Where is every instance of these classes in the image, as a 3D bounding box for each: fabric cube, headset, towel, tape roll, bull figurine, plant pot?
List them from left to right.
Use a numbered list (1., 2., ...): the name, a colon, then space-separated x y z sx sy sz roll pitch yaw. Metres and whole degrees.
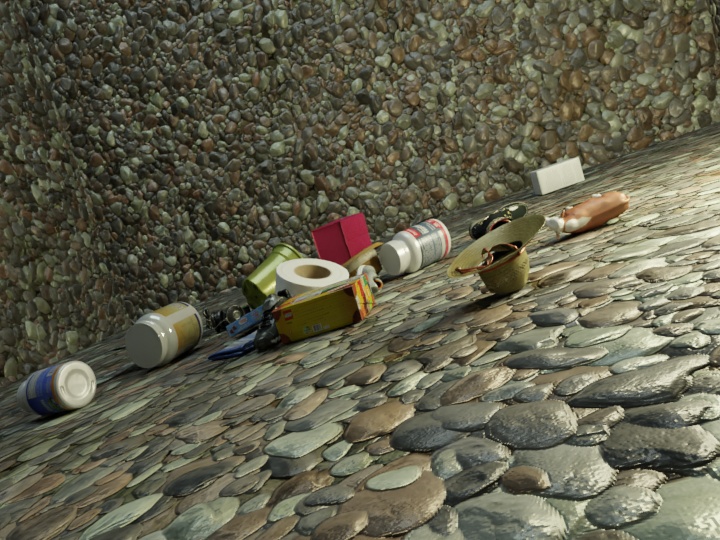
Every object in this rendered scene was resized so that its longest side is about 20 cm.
1. headset: -0.438 0.142 1.939 0.120 0.097 0.199 -17 6 23
2. towel: -0.261 0.166 1.470 0.144 0.025 0.198 -16 7 40
3. plant pot: -0.286 0.044 1.986 0.197 0.205 0.183 -12 19 49
4. tape roll: -0.128 0.035 1.577 0.195 0.073 0.203 5 21 -2
5. fabric cube: -0.085 -0.140 2.861 0.192 0.207 0.198 -13 8 37
6. bull figurine: 0.509 -0.127 1.367 0.194 0.067 0.122 -18 9 12

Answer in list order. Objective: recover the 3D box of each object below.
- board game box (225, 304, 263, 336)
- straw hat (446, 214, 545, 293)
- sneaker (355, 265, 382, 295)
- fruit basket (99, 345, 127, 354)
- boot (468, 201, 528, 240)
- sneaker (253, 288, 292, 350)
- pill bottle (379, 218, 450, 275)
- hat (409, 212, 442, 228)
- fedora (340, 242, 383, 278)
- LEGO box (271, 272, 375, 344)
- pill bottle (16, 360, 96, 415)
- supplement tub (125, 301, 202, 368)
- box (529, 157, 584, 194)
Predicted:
1. board game box: -0.261 0.114 1.682 0.196 0.037 0.151 -31 -2 20
2. straw hat: 0.248 -0.007 1.039 0.197 0.087 0.201 -31 10 6
3. sneaker: 0.024 0.034 1.554 0.076 0.077 0.201 -8 14 10
4. fruit basket: -0.659 0.226 1.829 0.180 0.097 0.199 -17 1 17
5. boot: 0.434 -0.143 1.784 0.198 0.076 0.154 -25 9 -6
6. sneaker: -0.204 0.106 1.391 0.064 0.093 0.200 -13 18 24
7. pill bottle: 0.155 -0.063 1.720 0.196 0.123 0.118 -23 7 -35
8. hat: 0.269 -0.162 2.491 0.196 0.083 0.201 -28 5 3
9. fedora: 0.000 0.000 1.742 0.197 0.083 0.201 -34 -3 -2
10. LEGO box: -0.078 0.083 1.340 0.194 0.080 0.149 -18 6 14
11. pill bottle: -0.755 0.295 1.482 0.195 0.116 0.111 -17 5 29
12. supplement tub: -0.547 0.180 1.683 0.140 0.149 0.200 -17 6 19
13. box: 0.883 -0.424 2.711 0.194 0.110 0.152 -18 6 7
